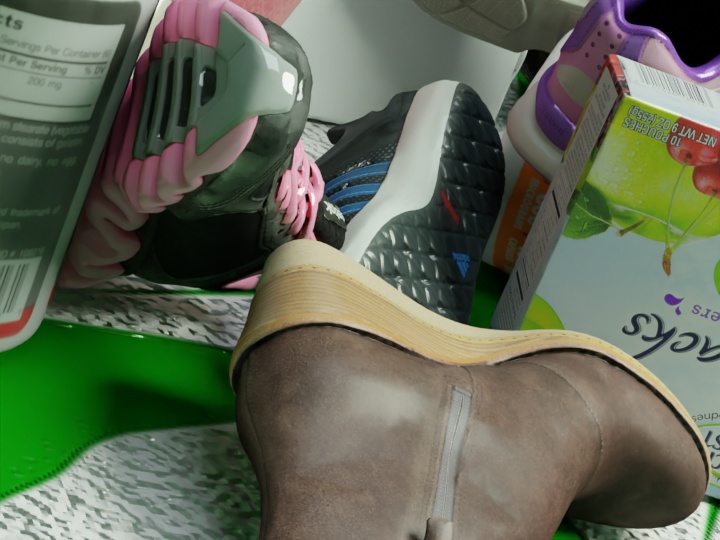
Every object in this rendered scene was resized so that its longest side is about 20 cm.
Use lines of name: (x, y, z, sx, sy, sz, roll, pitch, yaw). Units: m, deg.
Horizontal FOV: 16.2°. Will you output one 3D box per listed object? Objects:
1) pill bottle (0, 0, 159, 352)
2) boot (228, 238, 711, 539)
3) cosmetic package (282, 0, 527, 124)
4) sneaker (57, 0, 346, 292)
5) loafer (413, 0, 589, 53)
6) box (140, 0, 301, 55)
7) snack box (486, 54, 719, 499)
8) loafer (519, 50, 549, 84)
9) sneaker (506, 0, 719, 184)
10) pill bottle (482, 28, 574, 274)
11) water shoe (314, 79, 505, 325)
pill bottle: (-0.130, -0.082, 0.843, 0.113, 0.201, 0.114, 19, 21, -8)
boot: (0.042, 0.085, 0.838, 0.199, 0.072, 0.167, 26, 35, -23)
cosmetic package: (-0.017, -0.136, 1.204, 0.199, 0.113, 0.081, 11, 25, -32)
sneaker: (-0.042, -0.034, 0.875, 0.095, 0.080, 0.200, 18, -17, -15)
loafer: (0.119, -0.120, 1.150, 0.199, 0.072, 0.063, 24, 54, -4)
box: (-0.095, -0.141, 1.015, 0.127, 0.109, 0.200, 28, 58, 15)
snack box: (0.160, 0.019, 0.973, 0.199, 0.143, 0.053, 19, 23, -10)
loafer: (0.132, -0.092, 1.296, 0.071, 0.073, 0.200, 8, 26, -35)
sneaker: (0.151, -0.095, 1.021, 0.199, 0.089, 0.080, -22, 53, -36)
pill bottle: (0.158, -0.014, 1.087, 0.199, 0.115, 0.114, 27, 22, 12)
water shoe: (0.000, 0.000, 0.983, 0.078, 0.072, 0.200, -15, 25, 28)
